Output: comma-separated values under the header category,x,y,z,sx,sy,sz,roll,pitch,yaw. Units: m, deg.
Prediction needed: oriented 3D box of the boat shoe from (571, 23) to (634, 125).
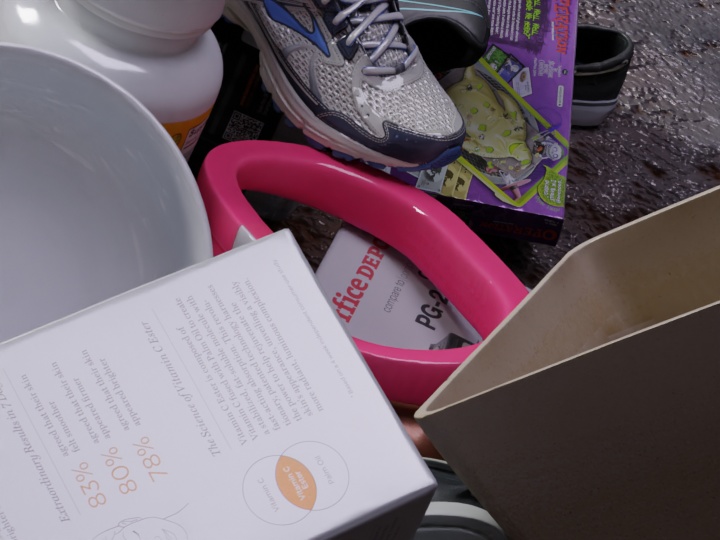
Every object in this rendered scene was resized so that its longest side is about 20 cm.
category,x,y,z,sx,sy,sz,roll,pitch,yaw
boat shoe,0.081,-0.132,1.684,0.200,0.057,0.069,3,38,-34

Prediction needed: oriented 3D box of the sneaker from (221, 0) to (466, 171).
category,x,y,z,sx,sy,sz,roll,pitch,yaw
sneaker,-0.017,-0.131,1.360,0.077,0.085,0.200,-25,63,-44

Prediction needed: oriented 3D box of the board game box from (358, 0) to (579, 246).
category,x,y,z,sx,sy,sz,roll,pitch,yaw
board game box,0.064,-0.104,1.591,0.120,0.032,0.200,8,48,0

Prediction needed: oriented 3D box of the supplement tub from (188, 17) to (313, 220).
category,x,y,z,sx,sy,sz,roll,pitch,yaw
supplement tub,-0.107,-0.117,1.455,0.200,0.123,0.123,23,31,-7

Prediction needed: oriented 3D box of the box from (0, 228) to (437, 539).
category,x,y,z,sx,sy,sz,roll,pitch,yaw
box,-0.092,0.089,1.050,0.200,0.098,0.124,-22,68,-21

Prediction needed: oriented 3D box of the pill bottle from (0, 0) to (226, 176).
category,x,y,z,sx,sy,sz,roll,pitch,yaw
pill bottle,-0.132,-0.075,1.298,0.113,0.200,0.113,20,32,-13

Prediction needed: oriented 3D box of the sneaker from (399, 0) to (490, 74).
category,x,y,z,sx,sy,sz,roll,pitch,yaw
sneaker,-0.023,-0.134,1.542,0.200,0.075,0.079,-13,49,-5

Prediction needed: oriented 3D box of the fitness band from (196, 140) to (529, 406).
category,x,y,z,sx,sy,sz,roll,pitch,yaw
fitness band,0.000,0.000,1.271,0.144,0.037,0.200,6,27,-32

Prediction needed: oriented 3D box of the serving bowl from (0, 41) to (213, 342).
category,x,y,z,sx,sy,sz,roll,pitch,yaw
serving bowl,-0.166,0.003,1.210,0.200,0.200,0.066,26,-8,-3

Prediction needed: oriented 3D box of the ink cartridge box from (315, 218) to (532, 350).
category,x,y,z,sx,sy,sz,roll,pitch,yaw
ink cartridge box,0.051,0.069,1.336,0.200,0.083,0.145,27,30,0

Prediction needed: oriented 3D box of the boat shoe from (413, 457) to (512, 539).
category,x,y,z,sx,sy,sz,roll,pitch,yaw
boat shoe,-0.034,0.113,1.158,0.200,0.076,0.060,6,23,-1

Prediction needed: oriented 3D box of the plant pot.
category,x,y,z,sx,sy,sz,roll,pitch,yaw
plant pot,0.177,0.068,1.146,0.177,0.200,0.200,62,32,-8

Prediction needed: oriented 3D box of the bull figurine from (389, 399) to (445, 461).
category,x,y,z,sx,sy,sz,roll,pitch,yaw
bull figurine,-0.003,0.092,1.224,0.200,0.122,0.065,11,-12,1
